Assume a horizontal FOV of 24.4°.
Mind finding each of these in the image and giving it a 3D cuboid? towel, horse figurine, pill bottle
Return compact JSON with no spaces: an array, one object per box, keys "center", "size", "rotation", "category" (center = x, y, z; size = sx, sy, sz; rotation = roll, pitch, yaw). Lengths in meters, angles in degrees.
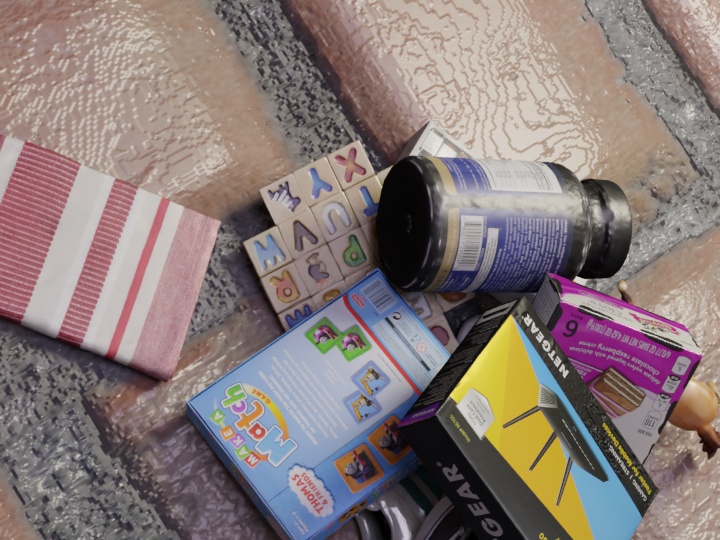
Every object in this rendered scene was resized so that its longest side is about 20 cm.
[{"center":[-0.223,-0.011,1.340],"size":[0.199,0.023,0.145],"rotation":[23,68,-15],"category":"towel"},{"center":[0.269,0.090,1.479],"size":[0.200,0.050,0.133],"rotation":[50,16,-5],"category":"horse figurine"},{"center":[0.122,-0.037,1.395],"size":[0.198,0.112,0.113],"rotation":[1,73,-24],"category":"pill bottle"}]

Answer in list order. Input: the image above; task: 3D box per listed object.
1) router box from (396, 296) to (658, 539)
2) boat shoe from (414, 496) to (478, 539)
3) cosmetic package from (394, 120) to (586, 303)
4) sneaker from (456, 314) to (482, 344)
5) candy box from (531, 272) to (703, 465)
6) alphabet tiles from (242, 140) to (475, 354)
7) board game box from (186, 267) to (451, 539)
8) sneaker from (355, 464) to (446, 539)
[{"center":[0.133,0.145,1.279],"size":[0.201,0.051,0.149],"rotation":[53,49,-14],"category":"router box"},{"center":[0.054,0.274,1.302],"size":[0.071,0.068,0.201],"rotation":[27,96,-20],"category":"boat shoe"},{"center":[0.114,-0.038,1.485],"size":[0.199,0.051,0.083],"rotation":[36,63,-10],"category":"cosmetic package"},{"center":[0.182,0.097,1.451],"size":[0.199,0.088,0.081],"rotation":[29,62,-15],"category":"sneaker"},{"center":[0.176,0.120,1.386],"size":[0.135,0.061,0.201],"rotation":[20,110,-13],"category":"candy box"},{"center":[0.000,0.000,1.415],"size":[0.165,0.006,0.201],"rotation":[-27,93,-16],"category":"alphabet tiles"},{"center":[-0.018,0.112,1.345],"size":[0.199,0.037,0.152],"rotation":[-34,72,-20],"category":"board game box"},{"center":[0.036,0.173,1.369],"size":[0.093,0.070,0.202],"rotation":[16,70,-25],"category":"sneaker"}]
